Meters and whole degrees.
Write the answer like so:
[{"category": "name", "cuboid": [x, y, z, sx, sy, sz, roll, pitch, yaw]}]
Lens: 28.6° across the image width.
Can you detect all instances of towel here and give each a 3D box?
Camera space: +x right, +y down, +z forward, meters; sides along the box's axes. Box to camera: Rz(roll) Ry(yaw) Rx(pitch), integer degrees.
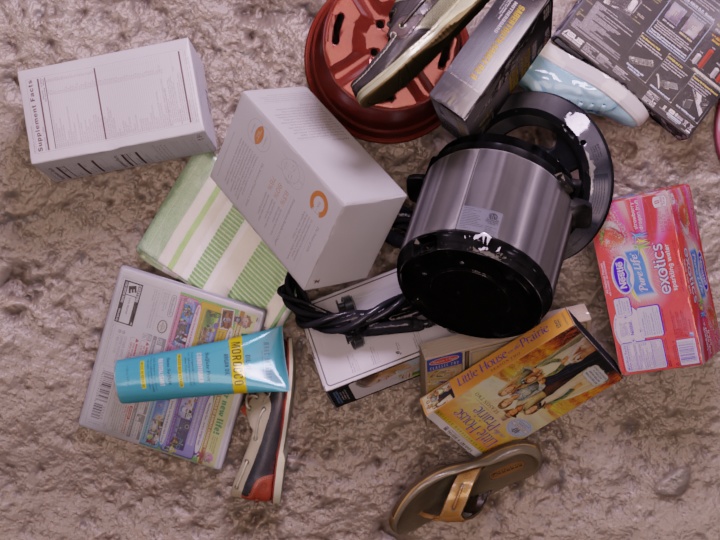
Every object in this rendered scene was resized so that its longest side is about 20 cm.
[{"category": "towel", "cuboid": [-0.147, -0.031, 1.680, 0.199, 0.023, 0.153, 33, 92, 0]}]

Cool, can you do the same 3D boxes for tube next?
[{"category": "tube", "cuboid": [-0.183, 0.116, 1.637, 0.198, 0.050, 0.078, -9, 78, 4]}]

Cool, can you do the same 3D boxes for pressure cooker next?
[{"category": "pressure cooker", "cuboid": [0.144, -0.050, 1.525, 0.175, 0.178, 0.201, 33, 54, -21]}]

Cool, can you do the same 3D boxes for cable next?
[{"category": "cable", "cuboid": [0.000, 0.000, 1.618, 0.198, 0.051, 0.164, -6, 63, 10]}]

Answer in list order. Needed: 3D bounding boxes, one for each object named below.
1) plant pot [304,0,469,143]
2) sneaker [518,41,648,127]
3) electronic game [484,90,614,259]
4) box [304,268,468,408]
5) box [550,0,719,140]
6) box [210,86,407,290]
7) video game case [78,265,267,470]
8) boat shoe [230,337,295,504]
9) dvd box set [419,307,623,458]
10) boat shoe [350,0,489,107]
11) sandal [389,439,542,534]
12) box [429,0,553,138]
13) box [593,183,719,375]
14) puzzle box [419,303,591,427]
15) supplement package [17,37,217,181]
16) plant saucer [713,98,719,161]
[{"category": "plant pot", "cuboid": [0.032, -0.247, 1.580, 0.199, 0.195, 0.202, 0, 92, 0]}, {"category": "sneaker", "cuboid": [0.235, -0.206, 1.646, 0.199, 0.074, 0.082, 32, 94, 10]}, {"category": "electronic game", "cuboid": [0.197, -0.105, 1.624, 0.199, 0.042, 0.202, 5, 100, 33]}, {"category": "box", "cuboid": [0.039, 0.066, 1.641, 0.199, 0.060, 0.117, -22, 64, 1]}, {"category": "box", "cuboid": [0.348, -0.275, 1.649, 0.200, 0.050, 0.158, 37, 92, -2]}, {"category": "box", "cuboid": [-0.061, -0.094, 1.572, 0.200, 0.097, 0.125, 49, 130, 29]}, {"category": "video game case", "cuboid": [-0.223, 0.115, 1.675, 0.181, 0.022, 0.201, 17, 98, 3]}, {"category": "boat shoe", "cuboid": [-0.112, 0.176, 1.668, 0.062, 0.071, 0.202, 8, 97, 3]}, {"category": "dvd box set", "cuboid": [0.185, 0.135, 1.617, 0.199, 0.146, 0.030, -33, 48, 13]}, {"category": "boat shoe", "cuboid": [0.059, -0.253, 1.451, 0.201, 0.072, 0.066, -43, 82, 1]}, {"category": "sandal", "cuboid": [0.127, 0.262, 1.660, 0.199, 0.081, 0.054, -22, 48, -2]}, {"category": "box", "cuboid": [0.144, -0.222, 1.521, 0.048, 0.200, 0.159, 35, 91, 8]}, {"category": "box", "cuboid": [0.339, 0.010, 1.626, 0.102, 0.095, 0.202, -12, 93, 29]}, {"category": "puzzle box", "cuboid": [0.166, 0.110, 1.626, 0.199, 0.134, 0.026, -14, 48, -7]}, {"category": "supplement package", "cuboid": [-0.276, -0.182, 1.621, 0.198, 0.110, 0.115, -10, 83, 1]}, {"category": "plant saucer", "cuboid": [0.517, -0.168, 1.653, 0.199, 0.051, 0.202, 0, 94, 1]}]
